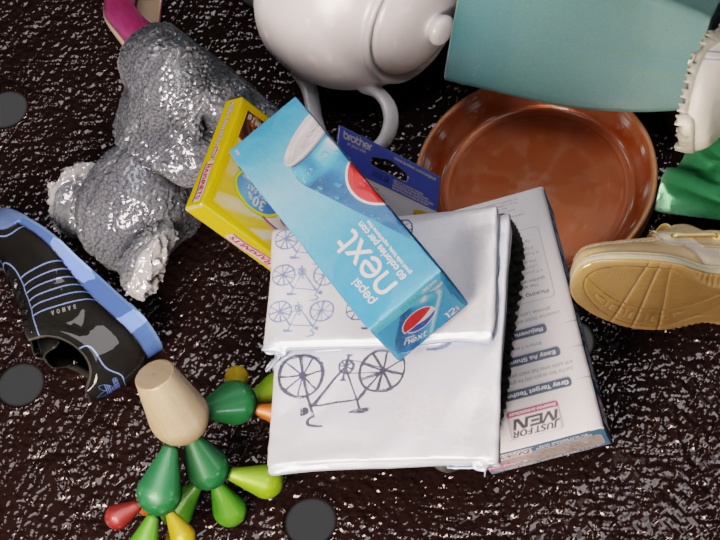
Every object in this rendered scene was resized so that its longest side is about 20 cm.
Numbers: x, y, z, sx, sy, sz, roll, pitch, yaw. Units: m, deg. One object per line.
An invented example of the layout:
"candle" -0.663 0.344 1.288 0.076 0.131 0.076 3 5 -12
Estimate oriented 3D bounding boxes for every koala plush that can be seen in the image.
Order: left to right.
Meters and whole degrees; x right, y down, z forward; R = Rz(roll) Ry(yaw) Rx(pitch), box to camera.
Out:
"koala plush" -0.164 -0.084 1.621 0.200 0.184 0.177 -51 52 3

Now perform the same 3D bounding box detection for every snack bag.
"snack bag" 0.015 0.054 1.441 0.188 0.021 0.200 -4 68 20

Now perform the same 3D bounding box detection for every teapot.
"teapot" 0.016 -0.223 1.647 0.146 0.200 0.197 35 66 30

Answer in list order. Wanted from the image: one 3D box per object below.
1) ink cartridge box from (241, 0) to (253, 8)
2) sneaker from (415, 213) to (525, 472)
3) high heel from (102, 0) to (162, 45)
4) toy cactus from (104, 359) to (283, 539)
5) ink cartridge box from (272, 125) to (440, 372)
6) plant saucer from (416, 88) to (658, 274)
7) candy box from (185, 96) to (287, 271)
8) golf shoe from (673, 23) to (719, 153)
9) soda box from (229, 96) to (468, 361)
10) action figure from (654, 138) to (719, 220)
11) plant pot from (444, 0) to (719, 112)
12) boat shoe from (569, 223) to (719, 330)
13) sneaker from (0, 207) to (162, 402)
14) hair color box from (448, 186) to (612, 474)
"ink cartridge box" -0.024 -0.323 1.734 0.086 0.148 0.200 34 70 24
"sneaker" 0.061 0.052 1.477 0.093 0.070 0.200 3 73 29
"high heel" -0.183 -0.244 1.763 0.096 0.067 0.200 -35 47 1
"toy cactus" -0.126 0.128 1.494 0.200 0.165 0.102 -41 42 -19
"ink cartridge box" 0.000 0.000 1.550 0.042 0.119 0.200 -11 63 48
"plant saucer" 0.145 -0.071 1.629 0.200 0.032 0.201 -5 60 8
"candy box" -0.045 -0.041 1.562 0.026 0.200 0.102 -8 54 48
"golf shoe" 0.319 -0.158 1.552 0.097 0.078 0.200 23 56 27
"soda box" -0.011 -0.032 1.440 0.068 0.064 0.200 -40 58 1
"action figure" 0.340 -0.065 1.545 0.200 0.055 0.118 25 86 42
"plant pot" 0.193 -0.216 1.624 0.200 0.142 0.141 20 39 12
"boat shoe" 0.248 -0.001 1.530 0.200 0.074 0.069 5 42 -20
"sneaker" -0.255 0.027 1.619 0.200 0.070 0.078 37 68 25
"hair color box" 0.121 0.046 1.526 0.100 0.061 0.200 -15 69 9
